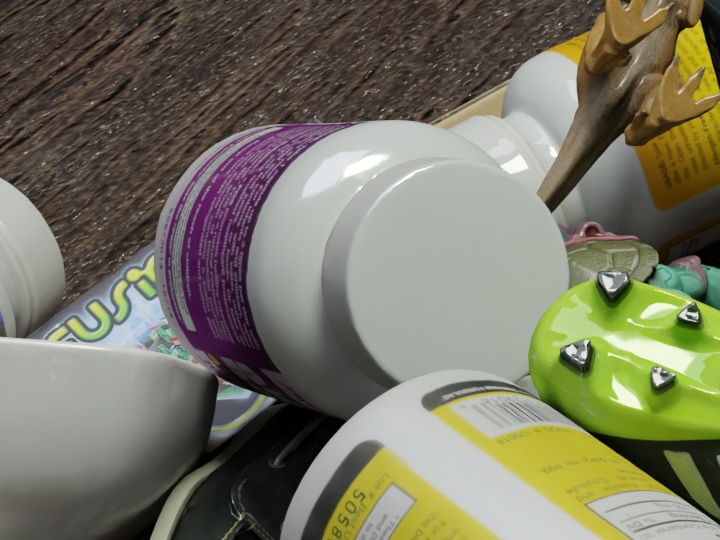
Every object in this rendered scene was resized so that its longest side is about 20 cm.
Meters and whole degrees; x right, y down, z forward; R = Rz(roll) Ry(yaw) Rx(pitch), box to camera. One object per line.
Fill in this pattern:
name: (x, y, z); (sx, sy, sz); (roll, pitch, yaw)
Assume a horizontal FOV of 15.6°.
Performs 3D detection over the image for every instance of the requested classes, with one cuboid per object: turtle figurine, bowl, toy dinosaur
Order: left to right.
bowl: (-0.156, 0.066, 1.000); (0.199, 0.075, 0.200); (2, -6, 3)
turtle figurine: (0.099, 0.030, 1.047); (0.149, 0.101, 0.200); (-26, 17, -17)
toy dinosaur: (0.103, -0.070, 1.070); (0.200, 0.060, 0.106); (-60, 4, -6)

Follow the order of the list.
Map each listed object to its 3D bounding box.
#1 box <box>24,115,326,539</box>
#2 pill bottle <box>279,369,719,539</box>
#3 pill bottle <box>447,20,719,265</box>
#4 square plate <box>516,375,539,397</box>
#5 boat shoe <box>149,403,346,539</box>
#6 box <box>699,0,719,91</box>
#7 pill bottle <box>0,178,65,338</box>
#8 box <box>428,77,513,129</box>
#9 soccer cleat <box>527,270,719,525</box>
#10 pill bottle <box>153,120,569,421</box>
box: (-0.059, 0.030, 1.137); (0.200, 0.035, 0.110); (-39, 55, -14)
pill bottle: (0.071, 0.118, 0.777); (0.111, 0.112, 0.200); (-28, 37, -23)
pill bottle: (0.135, -0.062, 1.206); (0.199, 0.113, 0.113); (-26, 22, -15)
square plate: (0.132, 0.098, 0.874); (0.199, 0.028, 0.199); (-12, 42, 17)
boat shoe: (-0.028, 0.102, 1.003); (0.067, 0.072, 0.200); (-9, 20, 24)
box: (0.221, -0.035, 1.020); (0.107, 0.149, 0.200); (-20, 22, -1)
pill bottle: (-0.240, 0.036, 1.279); (0.113, 0.114, 0.200); (-2, 28, 37)
box: (0.043, -0.059, 1.310); (0.200, 0.021, 0.163); (-30, -3, -24)
soccer cleat: (0.145, 0.063, 0.835); (0.200, 0.081, 0.068); (26, 68, 20)
pill bottle: (0.000, 0.000, 0.979); (0.112, 0.113, 0.200); (-25, 10, -17)
